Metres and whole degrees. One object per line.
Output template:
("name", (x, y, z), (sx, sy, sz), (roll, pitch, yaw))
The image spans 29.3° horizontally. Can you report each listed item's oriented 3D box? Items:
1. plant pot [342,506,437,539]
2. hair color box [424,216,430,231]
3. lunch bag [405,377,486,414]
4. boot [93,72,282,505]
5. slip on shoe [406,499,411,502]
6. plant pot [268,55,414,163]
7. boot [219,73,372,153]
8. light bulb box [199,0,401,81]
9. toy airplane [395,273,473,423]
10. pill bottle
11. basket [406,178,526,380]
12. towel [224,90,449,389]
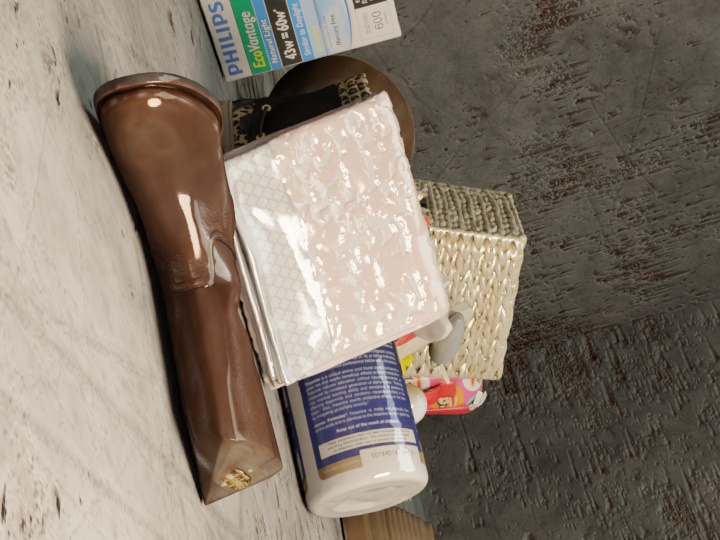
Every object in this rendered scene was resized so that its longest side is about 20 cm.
("plant pot", (0.047, 0.335, 1.492), (0.201, 0.091, 0.204), (-15, 90, -88))
("hair color box", (0.000, 0.000, 1.489), (0.200, 0.100, 0.062), (136, -47, -65))
("lunch bag", (0.058, 0.125, 1.749), (0.177, 0.197, 0.083), (-101, -171, -62))
("boot", (-0.088, 0.016, 0.742), (0.187, 0.063, 0.203), (63, 16, -68))
("slip on shoe", (0.089, 0.380, 2.612), (0.200, 0.060, 0.075), (-87, 163, -79))
("plant pot", (-0.043, -0.124, 1.529), (0.200, 0.184, 0.189), (-65, 141, -67))
("boot", (-0.044, -0.082, 1.203), (0.074, 0.148, 0.202), (75, 0, -56))
("light bulb box", (-0.078, -0.332, 1.437), (0.126, 0.197, 0.200), (-100, 175, -51))
("toy airplane", (0.035, 0.092, 1.441), (0.142, 0.198, 0.199), (62, 2, 3))
("pill bottle", (-0.014, 0.107, 1.222), (0.111, 0.109, 0.203), (69, 6, -67))
("basket", (0.100, 0.011, 1.665), (0.199, 0.158, 0.203), (-90, -172, -70))
("towel", (-0.023, -0.026, 1.143), (0.032, 0.189, 0.203), (2, -68, 56))
